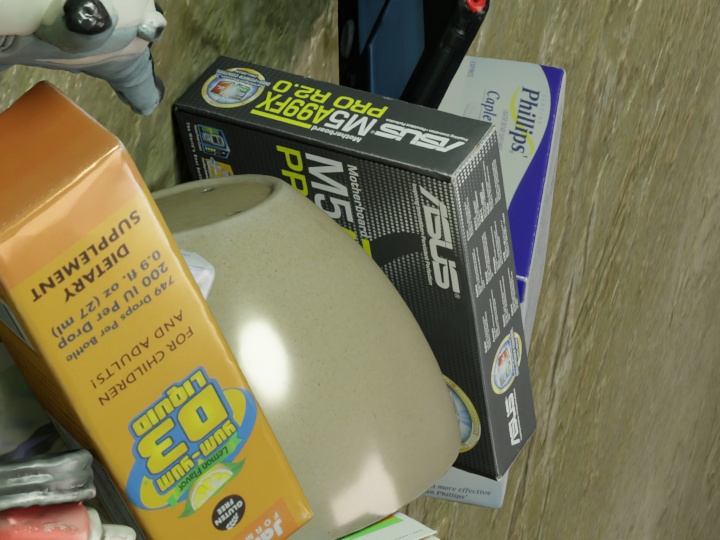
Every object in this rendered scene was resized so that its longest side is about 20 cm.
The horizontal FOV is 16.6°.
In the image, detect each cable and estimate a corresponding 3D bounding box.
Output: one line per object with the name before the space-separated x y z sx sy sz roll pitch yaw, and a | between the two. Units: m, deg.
cable | -0.169 0.096 0.864 0.199 0.097 0.051 -2 73 -42

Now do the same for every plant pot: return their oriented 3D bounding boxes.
plant pot | -0.063 0.034 1.117 0.200 0.199 0.136 -39 121 -58

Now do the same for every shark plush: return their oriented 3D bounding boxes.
shark plush | -0.123 -0.098 0.898 0.083 0.091 0.200 -33 174 11

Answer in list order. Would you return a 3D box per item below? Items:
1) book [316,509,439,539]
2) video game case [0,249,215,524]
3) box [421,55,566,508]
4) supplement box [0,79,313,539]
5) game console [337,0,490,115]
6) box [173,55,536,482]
book | -0.065 0.130 1.105 0.133 0.200 0.048 -14 106 -23
video game case | -0.160 0.075 0.931 0.181 0.022 0.201 10 105 -42
box | 0.054 0.005 1.468 0.201 0.104 0.185 93 7 -45
supplement box | -0.087 0.031 0.907 0.066 0.069 0.201 -38 133 -15
game console | 0.023 -0.140 1.218 0.200 0.031 0.178 117 -19 -54
box | 0.000 0.000 1.217 0.044 0.159 0.201 -50 144 -36
